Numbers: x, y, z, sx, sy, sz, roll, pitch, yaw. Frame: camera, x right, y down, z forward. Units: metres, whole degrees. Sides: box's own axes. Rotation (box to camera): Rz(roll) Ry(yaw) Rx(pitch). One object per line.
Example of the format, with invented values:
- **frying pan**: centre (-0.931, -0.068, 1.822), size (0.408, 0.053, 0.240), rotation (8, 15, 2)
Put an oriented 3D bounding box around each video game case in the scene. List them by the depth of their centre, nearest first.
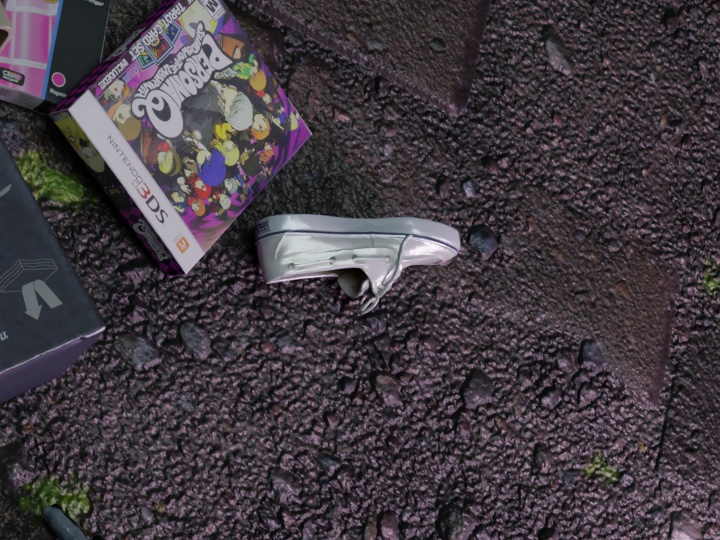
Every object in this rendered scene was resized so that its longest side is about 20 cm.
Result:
- **video game case**: centre (-0.152, -0.127, 1.792), size (0.200, 0.036, 0.182), rotation (-50, 118, -33)

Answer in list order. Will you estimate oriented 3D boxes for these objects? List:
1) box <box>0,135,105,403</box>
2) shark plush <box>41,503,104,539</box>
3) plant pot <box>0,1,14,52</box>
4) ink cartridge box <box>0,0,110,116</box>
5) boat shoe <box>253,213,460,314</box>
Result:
- **box**: centre (-0.338, 0.015, 1.586), size (0.196, 0.117, 0.200), rotation (-25, 81, -35)
- **shark plush**: centre (-0.188, 0.267, 1.635), size (0.201, 0.091, 0.083), rotation (69, 14, 16)
- **plant pot**: centre (-0.410, -0.211, 1.582), size (0.200, 0.200, 0.178), rotation (-6, 69, -34)
- **ink cartridge box**: centre (-0.263, -0.232, 1.771), size (0.094, 0.037, 0.201), rotation (18, 66, -29)
- **boat shoe**: centre (0.002, -0.001, 1.855), size (0.201, 0.075, 0.086), rotation (3, 75, -30)
